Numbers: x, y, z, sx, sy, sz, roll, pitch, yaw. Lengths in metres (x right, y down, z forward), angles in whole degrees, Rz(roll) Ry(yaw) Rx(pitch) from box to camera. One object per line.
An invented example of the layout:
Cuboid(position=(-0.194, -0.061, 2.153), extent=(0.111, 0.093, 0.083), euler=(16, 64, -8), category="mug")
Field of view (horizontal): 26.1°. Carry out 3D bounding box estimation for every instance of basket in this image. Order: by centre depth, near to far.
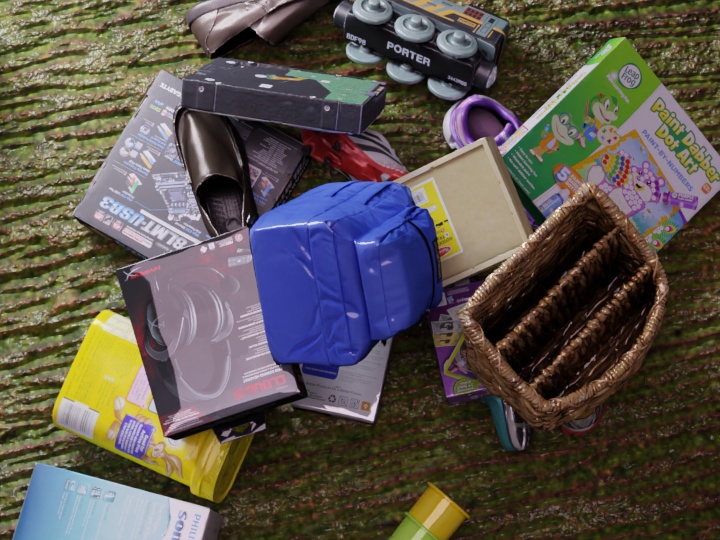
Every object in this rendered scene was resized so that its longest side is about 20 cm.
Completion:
Cuboid(position=(0.208, 0.046, 1.520), extent=(0.200, 0.149, 0.143), euler=(-43, 68, -13), category="basket")

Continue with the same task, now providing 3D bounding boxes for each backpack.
Cuboid(position=(0.000, 0.000, 1.558), extent=(0.167, 0.200, 0.164), euler=(3, 108, 21), category="backpack")

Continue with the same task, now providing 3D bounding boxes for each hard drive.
Cuboid(position=(-0.080, -0.189, 1.684), extent=(0.198, 0.140, 0.038), euler=(8, 109, 9), category="hard drive")

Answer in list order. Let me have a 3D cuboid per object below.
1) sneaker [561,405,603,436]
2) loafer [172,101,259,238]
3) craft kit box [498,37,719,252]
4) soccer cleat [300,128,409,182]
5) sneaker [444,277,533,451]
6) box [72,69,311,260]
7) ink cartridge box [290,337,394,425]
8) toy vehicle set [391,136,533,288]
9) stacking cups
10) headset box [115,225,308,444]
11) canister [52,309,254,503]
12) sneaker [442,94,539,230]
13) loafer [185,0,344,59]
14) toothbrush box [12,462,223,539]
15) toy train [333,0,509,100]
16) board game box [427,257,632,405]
Cuboid(position=(0.209, 0.074, 1.659), extent=(0.077, 0.082, 0.201), euler=(-24, 75, -1), category="sneaker")
Cuboid(position=(-0.152, -0.103, 1.690), extent=(0.073, 0.071, 0.201), euler=(-23, 77, -2), category="loafer")
Cuboid(position=(0.270, -0.110, 1.672), extent=(0.198, 0.048, 0.200), euler=(-45, 103, -11), category="craft kit box")
Cuboid(position=(0.022, -0.110, 1.724), extent=(0.200, 0.085, 0.069), euler=(39, 126, 4), category="soccer cleat")
Cuboid(position=(0.129, 0.106, 1.675), extent=(0.079, 0.077, 0.201), euler=(-29, 70, 18), category="sneaker")
Cuboid(position=(-0.188, -0.095, 1.750), extent=(0.199, 0.050, 0.199), euler=(28, 82, 10), category="box")
Cuboid(position=(-0.008, 0.062, 1.705), extent=(0.094, 0.037, 0.201), euler=(11, 80, 7), category="ink cartridge box")
Cuboid(position=(0.075, -0.044, 1.643), extent=(0.199, 0.026, 0.125), euler=(-24, 84, 25), category="toy vehicle set")
Cuboid(position=(0.029, 0.314, 1.631), extent=(0.060, 0.061, 0.200), euler=(41, 84, 12), category="stacking cups")
Cuboid(position=(-0.148, 0.075, 1.597), extent=(0.148, 0.077, 0.201), euler=(-17, 80, 3), category="headset box")
Cuboid(position=(-0.214, 0.143, 1.680), extent=(0.199, 0.087, 0.149), euler=(22, 81, 11), category="canister")
Cuboid(position=(0.171, -0.121, 1.704), extent=(0.200, 0.089, 0.080), euler=(44, 81, 10), category="sneaker")
Cuboid(position=(-0.098, -0.290, 1.782), extent=(0.199, 0.073, 0.071), euler=(-17, 80, 11), category="loafer")
Cuboid(position=(-0.262, 0.301, 1.647), extent=(0.199, 0.085, 0.147), euler=(12, 78, 8), category="toothbrush box")
Cuboid(position=(0.071, -0.264, 1.743), extent=(0.199, 0.086, 0.114), euler=(24, 45, 15), category="toy train")
Cuboid(position=(0.173, 0.060, 1.614), extent=(0.198, 0.032, 0.121), euler=(-13, 61, 1), category="board game box")
